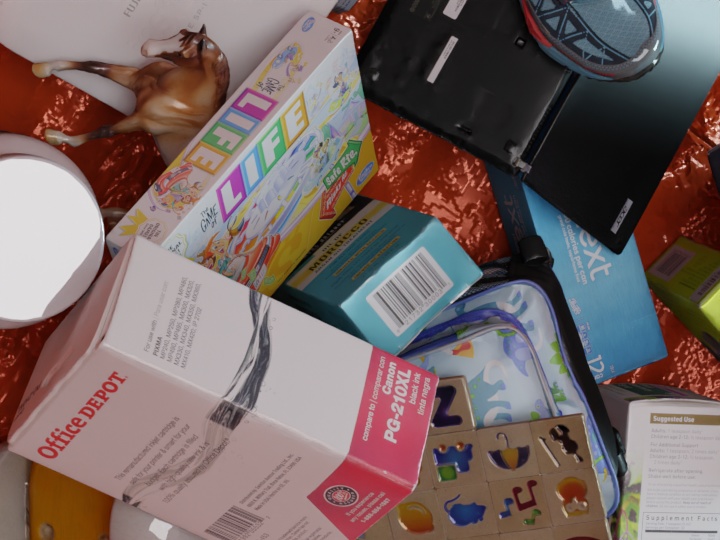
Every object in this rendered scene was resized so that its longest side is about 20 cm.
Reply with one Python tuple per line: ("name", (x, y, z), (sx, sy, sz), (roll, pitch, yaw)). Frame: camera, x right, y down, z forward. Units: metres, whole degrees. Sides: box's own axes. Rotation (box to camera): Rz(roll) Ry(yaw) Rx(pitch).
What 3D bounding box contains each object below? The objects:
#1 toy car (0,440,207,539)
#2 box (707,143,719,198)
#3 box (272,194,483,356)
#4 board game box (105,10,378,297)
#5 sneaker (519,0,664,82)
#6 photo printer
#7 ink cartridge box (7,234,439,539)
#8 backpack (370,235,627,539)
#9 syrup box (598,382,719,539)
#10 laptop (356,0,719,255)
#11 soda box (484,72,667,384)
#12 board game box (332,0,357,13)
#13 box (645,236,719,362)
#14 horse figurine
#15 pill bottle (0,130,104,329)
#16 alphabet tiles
("toy car", (-0.147, 0.190, 1.620), (0.150, 0.175, 0.201), (-2, 97, -54))
("box", (0.350, 0.000, 1.682), (0.196, 0.117, 0.200), (11, 56, -45))
("box", (0.000, 0.000, 1.608), (0.082, 0.200, 0.049), (-42, 107, -9))
("board game box", (-0.067, -0.042, 1.561), (0.200, 0.034, 0.135), (-50, 151, -25))
("sneaker", (0.116, -0.203, 1.576), (0.079, 0.096, 0.200), (-31, 79, 3))
("photo printer", (-0.127, -0.177, 1.596), (0.200, 0.069, 0.167), (30, 112, -18))
("ink cartridge box", (-0.080, 0.081, 1.478), (0.200, 0.145, 0.084), (26, 52, -15))
("backpack", (0.049, 0.102, 1.642), (0.200, 0.147, 0.183), (-19, 100, 12))
("syrup box", (0.195, 0.180, 1.749), (0.081, 0.079, 0.201), (2, 95, -17))
("laptop", (0.120, -0.139, 1.667), (0.200, 0.103, 0.178), (28, 84, 9))
("soda box", (0.137, -0.028, 1.720), (0.068, 0.064, 0.201), (-20, 101, -15))
("board game box", (-0.013, -0.275, 1.652), (0.199, 0.062, 0.200), (21, 89, -17))
("box", (0.285, 0.067, 1.743), (0.048, 0.122, 0.200), (-45, 105, -3))
("horse figurine", (-0.118, -0.070, 1.592), (0.132, 0.050, 0.200), (-7, 129, 19))
("pill bottle", (-0.217, -0.025, 1.539), (0.115, 0.200, 0.116), (-2, 96, -17))
("alphabet tiles", (0.049, 0.147, 1.572), (0.199, 0.008, 0.168), (-9, 102, 17))
